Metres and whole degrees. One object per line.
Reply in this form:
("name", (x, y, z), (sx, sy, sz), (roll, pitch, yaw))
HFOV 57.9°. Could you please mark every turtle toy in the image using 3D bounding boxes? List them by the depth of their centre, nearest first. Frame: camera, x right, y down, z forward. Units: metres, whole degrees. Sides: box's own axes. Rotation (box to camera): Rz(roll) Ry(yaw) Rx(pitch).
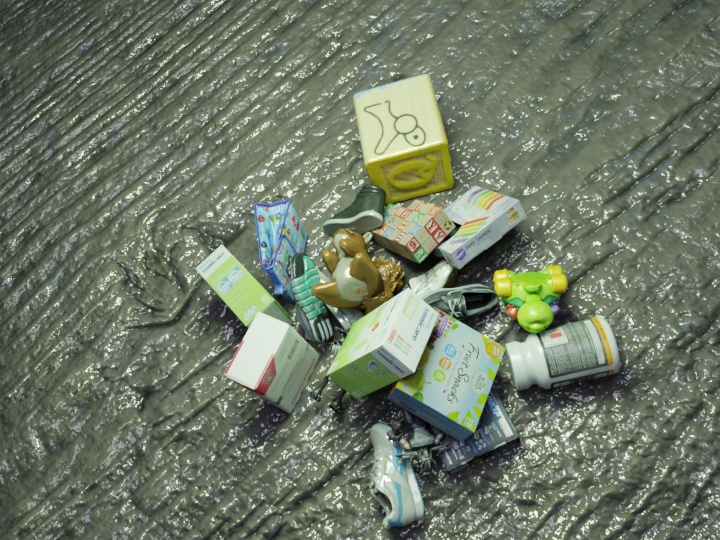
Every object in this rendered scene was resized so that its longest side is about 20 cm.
("turtle toy", (0.347, 0.058, 1.322), (0.144, 0.200, 0.102), (-5, 103, 11))

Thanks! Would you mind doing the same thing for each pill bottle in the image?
("pill bottle", (0.394, 0.168, 1.281), (0.198, 0.117, 0.117), (-14, 63, 7))

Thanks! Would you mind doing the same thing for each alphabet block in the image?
("alphabet block", (0.103, -0.301, 1.523), (0.194, 0.197, 0.202), (-13, 64, 9))

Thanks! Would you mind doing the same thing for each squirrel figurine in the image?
("squirrel figurine", (0.000, 0.000, 1.441), (0.141, 0.199, 0.187), (-43, 28, 23))

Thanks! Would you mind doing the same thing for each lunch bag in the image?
("lunch bag", (-0.186, -0.035, 1.487), (0.093, 0.151, 0.201), (-7, 58, 11))

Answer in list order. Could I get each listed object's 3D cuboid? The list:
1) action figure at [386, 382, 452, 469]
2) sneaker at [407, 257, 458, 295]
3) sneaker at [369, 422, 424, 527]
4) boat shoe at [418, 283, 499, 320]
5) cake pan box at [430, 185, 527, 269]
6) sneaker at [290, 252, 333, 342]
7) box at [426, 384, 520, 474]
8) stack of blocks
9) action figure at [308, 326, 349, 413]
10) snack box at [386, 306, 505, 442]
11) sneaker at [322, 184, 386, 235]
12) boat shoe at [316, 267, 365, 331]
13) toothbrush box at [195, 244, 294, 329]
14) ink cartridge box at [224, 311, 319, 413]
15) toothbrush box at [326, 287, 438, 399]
("action figure", (0.108, 0.286, 1.267), (0.129, 0.069, 0.201), (-5, 65, -17))
("sneaker", (0.150, 0.025, 1.430), (0.087, 0.076, 0.201), (27, 74, 23))
("sneaker", (0.055, 0.396, 1.273), (0.080, 0.077, 0.201), (-9, 59, -23))
("boat shoe", (0.197, 0.074, 1.360), (0.198, 0.068, 0.072), (-9, 100, -19))
("cake pan box", (0.232, -0.096, 1.423), (0.199, 0.052, 0.184), (-37, 24, -6))
("sneaker", (-0.129, 0.064, 1.436), (0.087, 0.074, 0.202), (-13, 93, 48))
("box", (0.205, 0.283, 1.315), (0.158, 0.046, 0.201), (-26, 62, 2))
("stack of blocks", (0.107, -0.096, 1.445), (0.115, 0.059, 0.200), (-46, 27, -8))
("action figure", (-0.023, 0.197, 1.375), (0.118, 0.102, 0.201), (32, 77, -11))
("snack box", (0.168, 0.197, 1.255), (0.168, 0.068, 0.201), (30, 56, 2))
("sneaker", (-0.009, -0.139, 1.517), (0.199, 0.071, 0.100), (-14, 51, 49))
("boat shoe", (-0.061, 0.049, 1.476), (0.065, 0.072, 0.200), (-35, 63, -8))
("toothbrush box", (-0.260, 0.059, 1.469), (0.086, 0.146, 0.200), (-44, 63, -9))
("ink cartridge box", (-0.179, 0.197, 1.365), (0.084, 0.200, 0.146), (20, 72, 24))
("toothbrush box", (0.041, 0.144, 1.253), (0.086, 0.200, 0.146), (40, 51, -13))
